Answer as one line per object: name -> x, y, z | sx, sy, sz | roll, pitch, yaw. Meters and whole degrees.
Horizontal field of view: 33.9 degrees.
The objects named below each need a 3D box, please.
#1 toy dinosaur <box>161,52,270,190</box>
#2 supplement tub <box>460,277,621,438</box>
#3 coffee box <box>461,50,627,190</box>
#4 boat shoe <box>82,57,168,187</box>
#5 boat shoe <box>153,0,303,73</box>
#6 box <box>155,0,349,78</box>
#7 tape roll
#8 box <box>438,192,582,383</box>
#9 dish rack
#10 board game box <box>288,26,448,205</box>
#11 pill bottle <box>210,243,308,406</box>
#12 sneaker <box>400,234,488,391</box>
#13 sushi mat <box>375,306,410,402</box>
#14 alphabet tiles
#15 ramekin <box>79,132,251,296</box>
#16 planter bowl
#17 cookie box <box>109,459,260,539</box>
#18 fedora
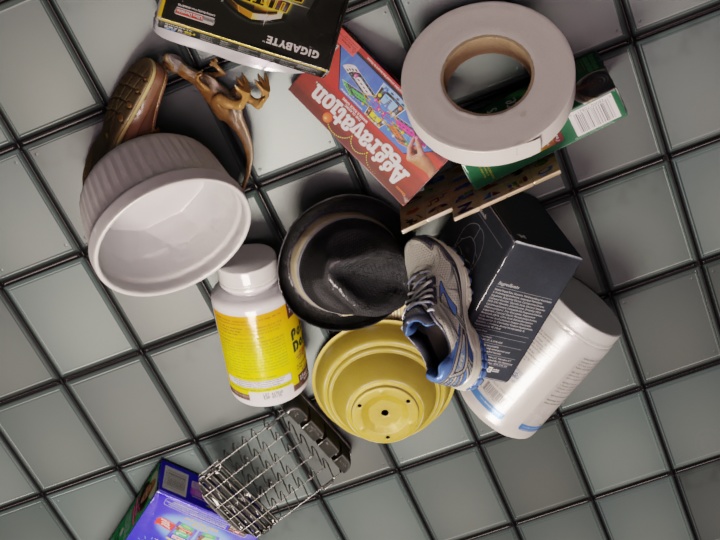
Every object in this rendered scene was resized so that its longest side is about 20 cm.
toy dinosaur -> -0.157, -0.196, 1.434 | 0.106, 0.060, 0.200 | -21, 115, 37
supplement tub -> 0.235, 0.114, 1.568 | 0.132, 0.132, 0.200 | 31, 114, -17
coffee box -> 0.209, -0.180, 1.407 | 0.200, 0.123, 0.044 | -26, 119, 14
boat shoe -> -0.274, -0.168, 1.434 | 0.067, 0.072, 0.200 | 10, 125, -32
boat shoe -> -0.138, -0.282, 1.366 | 0.199, 0.074, 0.065 | 12, 123, -10
box -> -0.111, -0.322, 1.319 | 0.199, 0.049, 0.160 | 16, 86, -10
tape roll -> 0.147, -0.214, 1.351 | 0.202, 0.203, 0.037 | -12, 156, 5
box -> 0.162, 0.013, 1.487 | 0.107, 0.149, 0.200 | 13, 120, -27
dish rack -> -0.124, 0.278, 1.670 | 0.200, 0.055, 0.153 | -38, 113, 4
board game box -> 0.016, -0.184, 1.412 | 0.200, 0.019, 0.103 | 45, 112, 3
pill bottle -> -0.133, 0.070, 1.544 | 0.109, 0.109, 0.200 | -7, 120, 2
sneaker -> 0.087, 0.046, 1.400 | 0.085, 0.200, 0.077 | 2, 151, -42
sushi mat -> 0.048, 0.105, 1.624 | 0.095, 0.012, 0.200 | -2, 120, 0
alphabet tiles -> 0.138, -0.105, 1.420 | 0.200, 0.167, 0.008 | -25, 112, 12
ramekin -> -0.242, -0.072, 1.424 | 0.200, 0.105, 0.200 | -21, 146, -15
planter bowl -> 0.032, 0.172, 1.607 | 0.200, 0.084, 0.201 | 0, 119, 0
cookie box -> -0.267, 0.401, 1.745 | 0.171, 0.075, 0.200 | 27, 114, -17
fedora -> 0.000, 0.000, 1.479 | 0.200, 0.092, 0.201 | -9, 109, -27
